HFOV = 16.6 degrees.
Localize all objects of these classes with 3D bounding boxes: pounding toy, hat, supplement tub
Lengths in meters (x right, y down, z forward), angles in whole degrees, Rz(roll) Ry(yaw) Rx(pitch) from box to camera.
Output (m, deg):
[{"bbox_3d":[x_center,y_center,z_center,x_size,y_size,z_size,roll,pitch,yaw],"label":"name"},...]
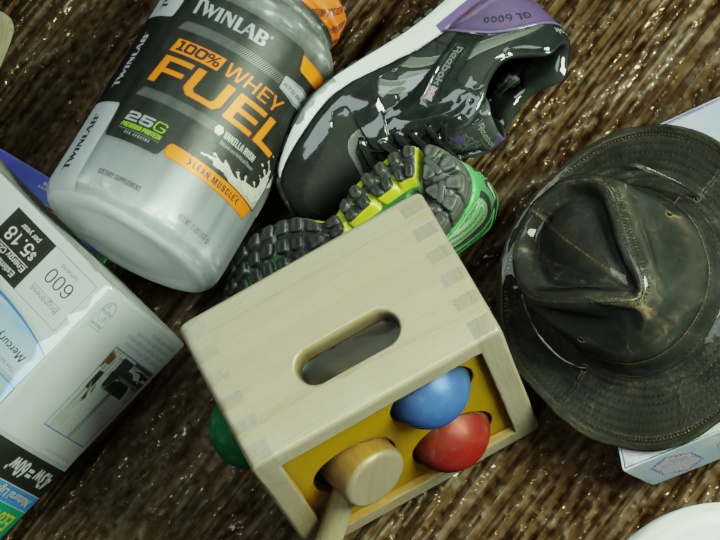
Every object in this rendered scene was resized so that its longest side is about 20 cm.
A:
[{"bbox_3d":[-0.004,0.094,1.430,0.200,0.184,0.142,-29,63,-1],"label":"pounding toy"},{"bbox_3d":[0.145,-0.003,1.391,0.200,0.081,0.201,-13,65,30],"label":"hat"},{"bbox_3d":[-0.097,-0.098,1.538,0.122,0.123,0.200,22,73,24],"label":"supplement tub"}]

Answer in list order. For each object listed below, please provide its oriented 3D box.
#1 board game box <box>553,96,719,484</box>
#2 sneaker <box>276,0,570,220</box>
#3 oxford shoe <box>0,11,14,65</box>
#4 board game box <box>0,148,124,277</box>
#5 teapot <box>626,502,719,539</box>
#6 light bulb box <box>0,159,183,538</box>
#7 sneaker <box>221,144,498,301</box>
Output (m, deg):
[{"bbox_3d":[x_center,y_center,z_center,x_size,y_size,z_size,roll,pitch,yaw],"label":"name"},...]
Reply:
[{"bbox_3d":[0.223,-0.004,1.416,0.199,0.041,0.200,-24,60,25],"label":"board game box"},{"bbox_3d":[0.039,-0.095,1.506,0.200,0.076,0.088,-42,48,-3],"label":"sneaker"},{"bbox_3d":[-0.286,-0.086,1.607,0.071,0.074,0.200,43,108,21],"label":"oxford shoe"},{"bbox_3d":[-0.257,-0.014,1.622,0.200,0.029,0.135,29,84,25],"label":"board game box"},{"bbox_3d":[0.200,0.235,1.323,0.197,0.146,0.200,19,44,3],"label":"teapot"},{"bbox_3d":[-0.255,0.041,1.519,0.200,0.125,0.198,-47,64,-2],"label":"light bulb box"},{"bbox_3d":[0.000,0.000,1.507,0.200,0.085,0.078,-29,63,25],"label":"sneaker"}]
